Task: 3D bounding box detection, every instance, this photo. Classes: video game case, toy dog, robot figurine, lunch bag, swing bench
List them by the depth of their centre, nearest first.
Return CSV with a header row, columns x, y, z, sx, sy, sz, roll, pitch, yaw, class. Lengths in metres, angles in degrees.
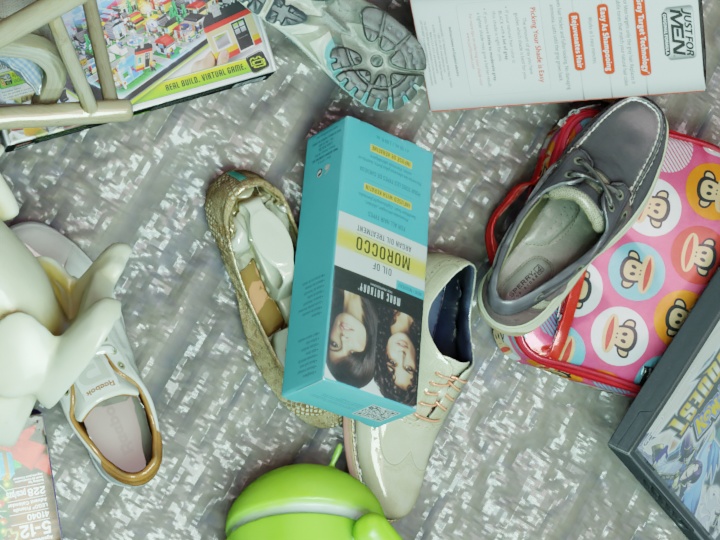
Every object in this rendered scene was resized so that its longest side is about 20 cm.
x,y,z,sx,sy,sz,roll,pitch,yaw,class
-0.264,0.005,1.055,0.200,0.140,0.194,35,114,-14,toy dog
-0.268,-0.181,1.094,0.199,0.130,0.200,-15,58,-2,swing bench
-0.037,0.221,1.168,0.115,0.175,0.201,26,49,-35,robot figurine
0.277,0.090,1.281,0.200,0.025,0.181,-55,137,-12,video game case
0.179,-0.015,1.285,0.175,0.082,0.201,16,83,-10,lunch bag

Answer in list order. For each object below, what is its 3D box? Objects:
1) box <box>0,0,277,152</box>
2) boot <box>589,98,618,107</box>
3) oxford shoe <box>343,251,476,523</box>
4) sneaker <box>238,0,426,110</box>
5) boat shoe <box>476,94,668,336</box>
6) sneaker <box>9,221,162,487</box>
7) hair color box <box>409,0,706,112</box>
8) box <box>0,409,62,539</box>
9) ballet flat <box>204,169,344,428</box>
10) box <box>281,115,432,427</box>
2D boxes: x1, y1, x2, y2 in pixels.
x,y,z,sx,sy,sz,roll,pitch,yaw,class
-0.170,-0.164,1.215,0.199,0.035,0.111,-18,92,-16,box
0.171,-0.222,1.253,0.077,0.138,0.200,-42,100,-31,boot
0.039,0.083,1.231,0.071,0.074,0.201,10,85,-43,oxford shoe
-0.041,-0.192,1.227,0.078,0.086,0.200,-42,103,-4,sneaker
0.153,-0.042,1.210,0.072,0.065,0.200,38,82,6,boat shoe
-0.185,0.054,1.175,0.073,0.085,0.201,-29,94,-13,sneaker
0.142,-0.176,1.224,0.199,0.061,0.102,-2,127,14,hair color box
-0.302,0.178,1.156,0.199,0.039,0.138,-10,93,-16,box
-0.054,0.022,1.222,0.070,0.065,0.201,-28,95,-16,ballet flat
0.000,0.000,1.195,0.082,0.049,0.201,21,60,-32,box
